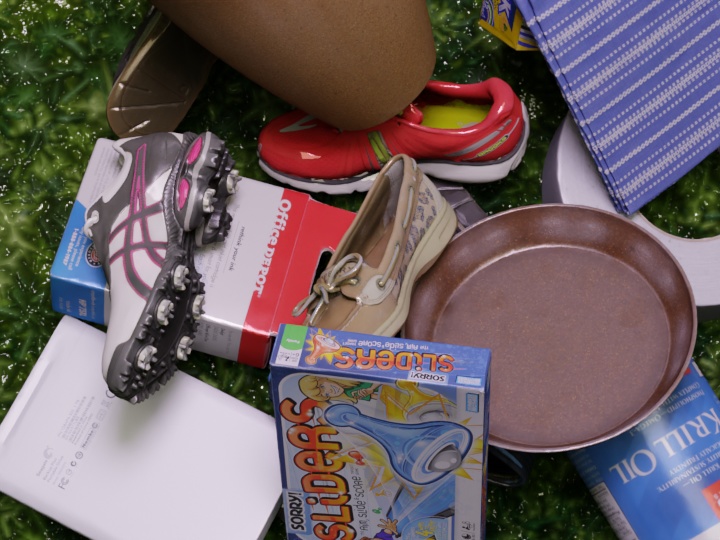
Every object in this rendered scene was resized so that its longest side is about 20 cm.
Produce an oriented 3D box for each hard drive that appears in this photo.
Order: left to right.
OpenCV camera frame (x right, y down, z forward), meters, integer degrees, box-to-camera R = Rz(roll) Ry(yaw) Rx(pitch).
[{"bbox_3d":[-0.151,0.132,1.352,0.200,0.025,0.132,26,76,11],"label":"hard drive"}]

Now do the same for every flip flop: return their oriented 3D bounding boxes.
[{"bbox_3d":[0.076,0.004,1.404,0.081,0.058,0.200,-30,65,-16],"label":"flip flop"}]

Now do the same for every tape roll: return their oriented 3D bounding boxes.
[{"bbox_3d":[0.237,-0.064,1.424,0.200,0.066,0.201,1,78,-4],"label":"tape roll"}]

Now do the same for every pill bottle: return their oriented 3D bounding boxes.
[{"bbox_3d":[0.224,0.154,1.349,0.112,0.112,0.200,-30,81,-11],"label":"pill bottle"}]

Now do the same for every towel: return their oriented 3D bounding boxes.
[{"bbox_3d":[0.195,-0.155,1.344,0.145,0.024,0.200,-37,120,-12],"label":"towel"}]

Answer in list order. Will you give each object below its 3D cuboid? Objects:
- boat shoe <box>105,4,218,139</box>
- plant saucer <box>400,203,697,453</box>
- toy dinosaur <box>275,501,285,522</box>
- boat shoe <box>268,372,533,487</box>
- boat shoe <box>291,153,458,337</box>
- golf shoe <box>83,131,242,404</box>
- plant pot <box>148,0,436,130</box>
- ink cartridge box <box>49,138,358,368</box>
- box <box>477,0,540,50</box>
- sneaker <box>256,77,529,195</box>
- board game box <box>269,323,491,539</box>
[{"bbox_3d":[-0.120,-0.179,1.386,0.072,0.066,0.201,37,85,-27],"label":"boat shoe"},{"bbox_3d":[0.128,0.043,1.314,0.200,0.035,0.201,-5,55,7],"label":"plant saucer"},{"bbox_3d":[-0.006,0.174,1.361,0.200,0.047,0.088,35,83,7],"label":"toy dinosaur"},{"bbox_3d":[0.035,0.103,1.336,0.199,0.084,0.069,10,51,-14],"label":"boat shoe"},{"bbox_3d":[0.000,0.000,1.308,0.063,0.073,0.200,58,38,-23],"label":"boat shoe"},{"bbox_3d":[-0.146,-0.004,1.299,0.088,0.077,0.200,8,61,14],"label":"golf shoe"},{"bbox_3d":[-0.037,-0.191,1.299,0.186,0.186,0.200,-49,129,-13],"label":"plant pot"},{"bbox_3d":[-0.108,-0.007,1.372,0.199,0.067,0.116,16,65,-1],"label":"ink cartridge box"},{"bbox_3d":[0.189,-0.198,1.377,0.200,0.064,0.070,-3,118,-25],"label":"box"},{"bbox_3d":[0.021,-0.110,1.392,0.199,0.085,0.077,-5,56,6],"label":"sneaker"},{"bbox_3d":[0.015,0.118,1.254,0.135,0.200,0.035,6,49,9],"label":"board game box"}]
